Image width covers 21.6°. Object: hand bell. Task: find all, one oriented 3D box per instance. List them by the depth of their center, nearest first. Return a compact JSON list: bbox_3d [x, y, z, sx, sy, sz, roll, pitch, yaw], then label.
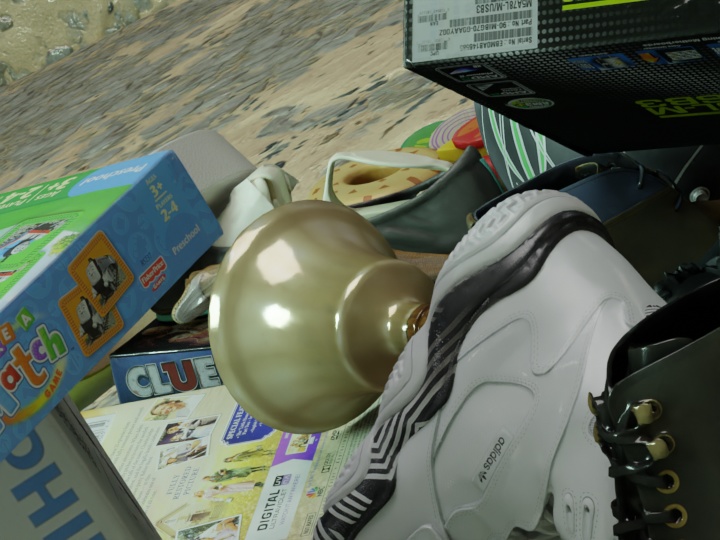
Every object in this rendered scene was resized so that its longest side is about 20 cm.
[{"bbox_3d":[0.034,0.025,0.752,0.104,0.104,0.200,-37,22,-27],"label":"hand bell"}]

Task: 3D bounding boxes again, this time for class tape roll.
[{"bbox_3d":[-0.133,0.010,1.030,0.203,0.037,0.203,-46,-9,-9],"label":"tape roll"}]

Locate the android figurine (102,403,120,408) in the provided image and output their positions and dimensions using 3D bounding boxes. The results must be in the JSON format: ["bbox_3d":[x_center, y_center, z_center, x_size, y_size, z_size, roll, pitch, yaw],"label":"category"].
[{"bbox_3d":[-0.127,0.105,1.008,0.200,0.041,0.182,-14,22,35],"label":"android figurine"}]

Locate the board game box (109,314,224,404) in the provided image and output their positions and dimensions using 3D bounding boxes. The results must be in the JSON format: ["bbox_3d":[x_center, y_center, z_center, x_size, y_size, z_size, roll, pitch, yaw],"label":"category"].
[{"bbox_3d":[-0.032,0.020,1.028,0.135,0.035,0.200,-7,17,23],"label":"board game box"}]

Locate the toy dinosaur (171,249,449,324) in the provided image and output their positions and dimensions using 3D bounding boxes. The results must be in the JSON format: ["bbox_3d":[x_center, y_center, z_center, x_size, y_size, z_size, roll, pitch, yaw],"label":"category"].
[{"bbox_3d":[0.000,0.000,0.902,0.200,0.060,0.106,-1,18,12],"label":"toy dinosaur"}]

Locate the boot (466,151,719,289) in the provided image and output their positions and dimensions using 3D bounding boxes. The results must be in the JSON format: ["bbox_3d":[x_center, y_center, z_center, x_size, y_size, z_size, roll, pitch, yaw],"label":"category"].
[{"bbox_3d":[0.144,-0.023,0.843,0.200,0.097,0.075,-30,16,-4],"label":"boot"}]

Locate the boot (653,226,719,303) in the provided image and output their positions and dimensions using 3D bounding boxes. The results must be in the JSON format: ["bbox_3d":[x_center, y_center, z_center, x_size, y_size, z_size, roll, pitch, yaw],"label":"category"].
[{"bbox_3d":[0.166,0.023,0.705,0.168,0.076,0.200,-37,16,-22],"label":"boot"}]

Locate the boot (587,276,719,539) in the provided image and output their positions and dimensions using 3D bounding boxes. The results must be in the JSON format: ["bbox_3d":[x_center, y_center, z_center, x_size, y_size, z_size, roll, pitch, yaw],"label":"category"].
[{"bbox_3d":[0.076,0.095,0.529,0.200,0.138,0.077,-38,19,-27],"label":"boot"}]

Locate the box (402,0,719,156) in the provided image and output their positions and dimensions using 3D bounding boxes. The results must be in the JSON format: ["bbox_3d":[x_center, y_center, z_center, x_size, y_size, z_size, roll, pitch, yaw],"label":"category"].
[{"bbox_3d":[0.145,-0.087,0.727,0.200,0.048,0.193,-3,-10,26],"label":"box"}]

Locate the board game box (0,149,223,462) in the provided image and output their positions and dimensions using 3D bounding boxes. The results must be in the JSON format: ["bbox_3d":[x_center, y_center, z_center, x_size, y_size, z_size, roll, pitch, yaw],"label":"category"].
[{"bbox_3d":[-0.151,0.042,0.543,0.151,0.037,0.200,-11,28,39],"label":"board game box"}]

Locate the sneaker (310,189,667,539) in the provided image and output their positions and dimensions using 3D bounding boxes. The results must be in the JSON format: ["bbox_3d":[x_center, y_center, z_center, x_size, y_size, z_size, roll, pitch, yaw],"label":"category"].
[{"bbox_3d":[0.055,0.083,0.630,0.075,0.200,0.115,4,27,-41],"label":"sneaker"}]

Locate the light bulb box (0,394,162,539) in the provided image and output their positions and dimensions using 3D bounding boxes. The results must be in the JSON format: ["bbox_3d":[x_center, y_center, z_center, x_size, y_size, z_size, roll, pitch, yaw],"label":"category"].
[{"bbox_3d":[-0.122,0.127,0.649,0.125,0.198,0.200,-32,17,-7],"label":"light bulb box"}]

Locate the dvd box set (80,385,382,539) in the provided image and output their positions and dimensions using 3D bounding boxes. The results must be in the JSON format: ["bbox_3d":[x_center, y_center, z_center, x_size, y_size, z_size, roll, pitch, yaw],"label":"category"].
[{"bbox_3d":[-0.076,0.102,0.865,0.200,0.029,0.146,-12,27,17],"label":"dvd box set"}]

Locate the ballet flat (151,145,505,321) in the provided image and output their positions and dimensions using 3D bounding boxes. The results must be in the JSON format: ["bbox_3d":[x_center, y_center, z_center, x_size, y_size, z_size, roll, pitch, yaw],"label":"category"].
[{"bbox_3d":[-0.021,-0.026,0.984,0.200,0.068,0.068,-12,14,8],"label":"ballet flat"}]

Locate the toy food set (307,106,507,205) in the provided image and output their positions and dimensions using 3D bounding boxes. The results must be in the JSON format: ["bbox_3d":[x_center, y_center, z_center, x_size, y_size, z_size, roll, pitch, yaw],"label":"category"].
[{"bbox_3d":[0.074,-0.075,1.206,0.198,0.049,0.200,-37,18,-27],"label":"toy food set"}]

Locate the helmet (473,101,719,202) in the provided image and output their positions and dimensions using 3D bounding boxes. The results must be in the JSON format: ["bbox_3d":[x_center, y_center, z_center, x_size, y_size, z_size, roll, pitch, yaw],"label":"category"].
[{"bbox_3d":[0.150,-0.106,0.958,0.191,0.200,0.200,-18,9,-30],"label":"helmet"}]
